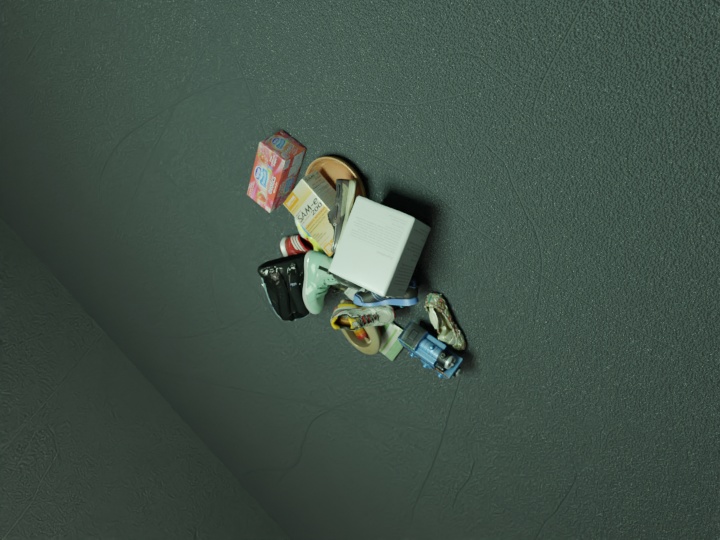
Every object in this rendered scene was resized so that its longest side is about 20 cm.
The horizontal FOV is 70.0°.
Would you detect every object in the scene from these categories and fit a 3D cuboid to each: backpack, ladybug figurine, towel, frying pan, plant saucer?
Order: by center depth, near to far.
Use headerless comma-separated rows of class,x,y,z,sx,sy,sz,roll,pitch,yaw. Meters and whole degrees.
frying pan,0.004,0.040,1.396,0.188,0.115,0.031,26,100,11
plant saucer,-0.065,-0.222,1.420,0.198,0.037,0.202,21,131,25
backpack,-0.213,0.056,1.573,0.161,0.154,0.203,-14,107,-1
ladybug figurine,0.001,0.166,1.590,0.135,0.072,0.202,-14,113,42
towel,0.054,0.185,1.634,0.199,0.023,0.153,38,136,8

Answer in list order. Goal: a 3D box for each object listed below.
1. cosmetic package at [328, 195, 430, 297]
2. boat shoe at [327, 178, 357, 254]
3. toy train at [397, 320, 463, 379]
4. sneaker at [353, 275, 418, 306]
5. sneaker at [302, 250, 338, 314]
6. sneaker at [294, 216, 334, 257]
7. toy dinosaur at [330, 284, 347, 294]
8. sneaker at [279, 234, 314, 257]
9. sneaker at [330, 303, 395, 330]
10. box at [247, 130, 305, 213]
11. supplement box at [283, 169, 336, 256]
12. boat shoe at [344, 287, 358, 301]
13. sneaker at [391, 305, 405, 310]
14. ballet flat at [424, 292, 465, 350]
cosmetic package,0.052,-0.055,1.297,0.165,0.167,0.202,24,94,21
boat shoe,-0.054,-0.140,1.321,0.064,0.203,0.072,11,174,4
toy train,0.200,0.231,1.468,0.199,0.087,0.114,33,168,33
sneaker,0.067,0.053,1.418,0.197,0.070,0.079,-3,102,26
sneaker,-0.103,0.049,1.492,0.117,0.074,0.203,15,120,30
sneaker,-0.110,-0.108,1.516,0.104,0.076,0.201,-11,126,31
toy dinosaur,-0.070,0.042,1.566,0.088,0.048,0.200,-26,124,37
sneaker,-0.172,-0.019,1.620,0.115,0.078,0.202,-11,114,43
sneaker,0.007,0.140,1.474,0.197,0.082,0.079,-9,112,21
box,-0.241,-0.281,1.467,0.094,0.103,0.201,38,137,9
supplement box,-0.104,-0.156,1.417,0.200,0.073,0.126,48,136,-1
boat shoe,0.002,-0.001,1.488,0.086,0.075,0.203,33,125,9
sneaker,0.097,0.092,1.494,0.082,0.073,0.201,37,136,11
ballet flat,0.231,0.156,1.446,0.075,0.064,0.202,-16,110,44
